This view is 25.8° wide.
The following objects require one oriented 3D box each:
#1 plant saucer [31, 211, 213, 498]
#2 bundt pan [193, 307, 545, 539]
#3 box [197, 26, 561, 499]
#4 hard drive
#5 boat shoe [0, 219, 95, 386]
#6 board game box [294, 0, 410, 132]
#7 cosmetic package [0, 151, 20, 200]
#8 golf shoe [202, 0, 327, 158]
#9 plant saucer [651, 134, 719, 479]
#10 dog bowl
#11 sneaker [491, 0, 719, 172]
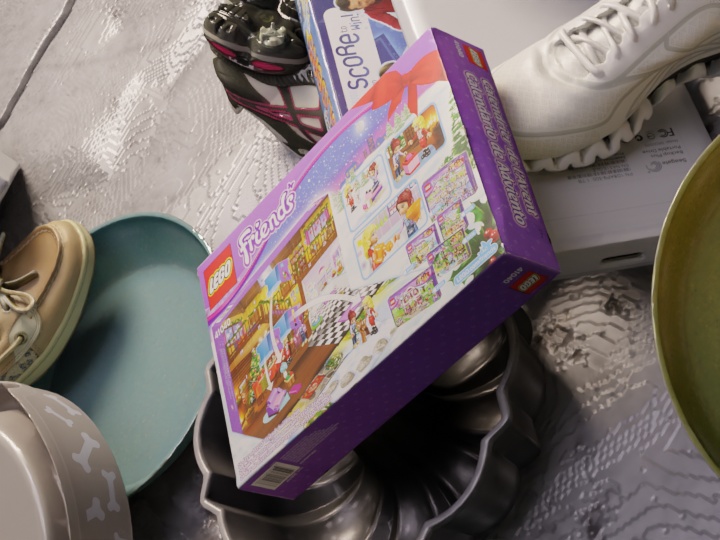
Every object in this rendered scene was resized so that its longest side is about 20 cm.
[{"bbox_3d":[-0.151,0.062,0.984,0.199,0.036,0.201,-18,57,31],"label":"plant saucer"},{"bbox_3d":[0.013,0.075,0.817,0.201,0.076,0.203,-19,56,31],"label":"bundt pan"},{"bbox_3d":[0.000,0.000,0.756,0.200,0.039,0.138,-43,46,34],"label":"box"},{"bbox_3d":[0.103,-0.086,0.814,0.131,0.027,0.201,-9,55,-11],"label":"hard drive"},{"bbox_3d":[-0.242,0.049,0.996,0.073,0.063,0.201,35,91,45],"label":"boat shoe"},{"bbox_3d":[0.037,-0.133,0.885,0.134,0.035,0.201,-7,53,-9],"label":"board game box"},{"bbox_3d":[-0.333,-0.016,1.055,0.201,0.123,0.199,-55,12,0],"label":"cosmetic package"},{"bbox_3d":[-0.004,-0.101,0.936,0.199,0.088,0.077,31,54,24],"label":"golf shoe"},{"bbox_3d":[0.214,0.020,0.651,0.198,0.031,0.202,1,78,-5],"label":"plant saucer"},{"bbox_3d":[-0.210,0.159,0.924,0.199,0.058,0.202,-1,88,42],"label":"dog bowl"},{"bbox_3d":[0.136,-0.116,0.766,0.199,0.081,0.075,-27,60,-10],"label":"sneaker"}]
